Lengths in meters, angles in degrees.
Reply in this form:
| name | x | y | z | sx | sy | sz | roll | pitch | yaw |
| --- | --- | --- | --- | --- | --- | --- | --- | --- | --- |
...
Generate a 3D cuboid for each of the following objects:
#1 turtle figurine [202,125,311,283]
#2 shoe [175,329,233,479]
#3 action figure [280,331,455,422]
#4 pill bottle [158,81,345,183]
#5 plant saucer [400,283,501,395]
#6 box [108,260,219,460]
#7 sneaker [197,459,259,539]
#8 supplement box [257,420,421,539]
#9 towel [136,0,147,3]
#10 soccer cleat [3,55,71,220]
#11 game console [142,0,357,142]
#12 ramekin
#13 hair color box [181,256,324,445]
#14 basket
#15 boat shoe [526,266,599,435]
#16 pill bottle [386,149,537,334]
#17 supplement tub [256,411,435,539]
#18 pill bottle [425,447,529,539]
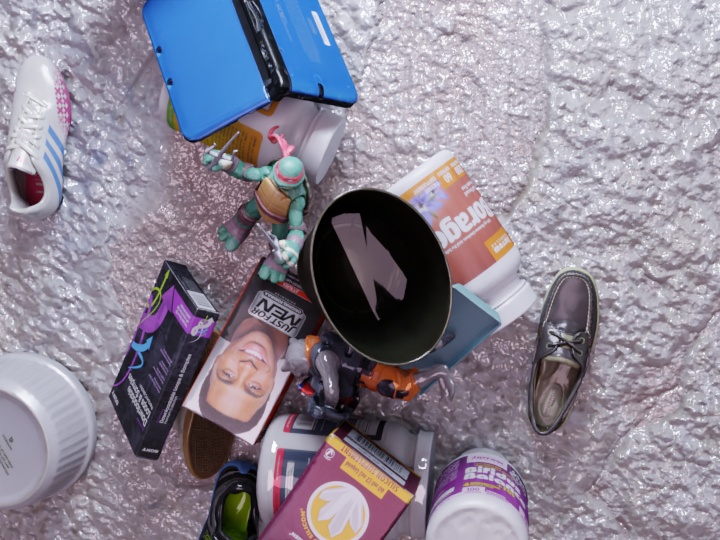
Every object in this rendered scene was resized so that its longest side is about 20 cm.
| name | x | y | z | sx | sy | sz | roll | pitch | yaw |
| --- | --- | --- | --- | --- | --- | --- | --- | --- | --- |
| turtle figurine | -0.100 | -0.069 | 1.030 | 0.100 | 0.200 | 0.150 | -29 | 73 | -25 |
| shoe | -0.199 | 0.163 | 1.192 | 0.069 | 0.053 | 0.203 | -5 | 104 | -32 |
| action figure | 0.007 | 0.106 | 1.074 | 0.191 | 0.200 | 0.106 | 7 | 98 | 1 |
| pill bottle | -0.122 | -0.180 | 1.092 | 0.198 | 0.111 | 0.112 | 26 | 102 | 4 |
| plant saucer | 0.089 | 0.081 | 1.086 | 0.070 | 0.019 | 0.200 | 36 | 142 | -2 |
| box | -0.243 | 0.106 | 1.146 | 0.036 | 0.143 | 0.202 | 15 | 105 | -33 |
| sneaker | -0.169 | 0.342 | 1.191 | 0.070 | 0.083 | 0.202 | 9 | 101 | -12 |
| supplement box | -0.036 | 0.279 | 1.014 | 0.110 | 0.086 | 0.201 | 35 | 96 | 8 |
| towel | -0.209 | -0.388 | 1.049 | 0.199 | 0.166 | 0.086 | -29 | 87 | 12 |
| soccer cleat | -0.398 | -0.161 | 1.153 | 0.069 | 0.086 | 0.203 | 3 | 99 | 9 |
| game console | -0.123 | -0.243 | 1.050 | 0.118 | 0.170 | 0.202 | -40 | 62 | 38 |
| ramekin | -0.450 | 0.212 | 1.214 | 0.200 | 0.094 | 0.205 | 1 | 99 | 8 |
| hair color box | -0.120 | 0.096 | 1.133 | 0.101 | 0.061 | 0.202 | 27 | 85 | 4 |
| basket | 0.000 | 0.000 | 1.014 | 0.135 | 0.200 | 0.182 | -27 | 99 | -10 |
| boat shoe | 0.238 | 0.098 | 1.100 | 0.072 | 0.065 | 0.203 | 9 | 99 | 9 |
| pill bottle | 0.112 | -0.027 | 1.078 | 0.112 | 0.112 | 0.201 | -35 | 92 | 12 |
| supplement tub | -0.014 | 0.247 | 1.125 | 0.197 | 0.140 | 0.142 | 4 | 99 | 9 |
| pill bottle | 0.136 | 0.275 | 1.074 | 0.111 | 0.200 | 0.114 | 1 | 100 | 8 |
